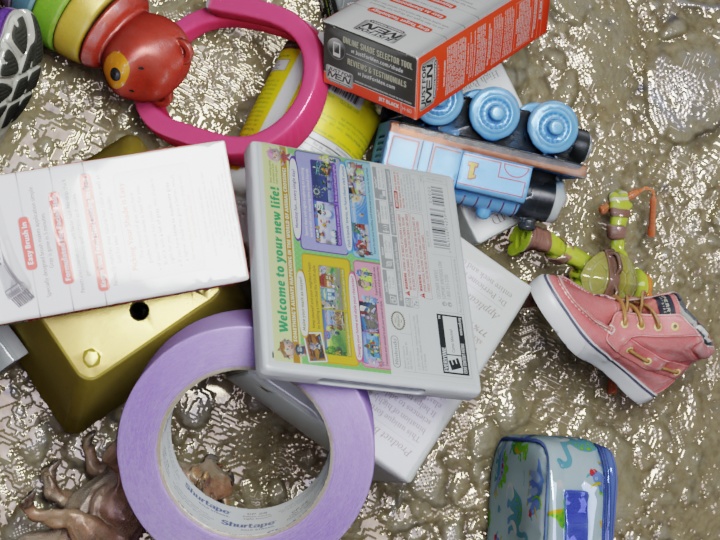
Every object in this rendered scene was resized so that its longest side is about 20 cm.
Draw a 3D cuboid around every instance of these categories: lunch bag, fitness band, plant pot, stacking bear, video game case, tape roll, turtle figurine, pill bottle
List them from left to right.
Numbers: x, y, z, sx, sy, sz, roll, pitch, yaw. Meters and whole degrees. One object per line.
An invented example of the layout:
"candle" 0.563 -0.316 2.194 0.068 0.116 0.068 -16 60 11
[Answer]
"stacking bear" -0.232 -0.223 1.272 0.200 0.122 0.114 40 35 6
"plant pot" -0.213 0.004 1.241 0.200 0.176 0.200 -34 93 -13
"fitness band" -0.112 -0.167 1.287 0.199 0.037 0.144 19 78 34
"tape roll" -0.088 0.135 1.161 0.199 0.066 0.201 0 100 1
"pill bottle" -0.056 -0.105 1.318 0.109 0.109 0.201 28 80 -8
"video game case" 0.000 0.000 1.155 0.181 0.022 0.201 8 59 -24
"lunch bag" 0.169 0.247 1.310 0.082 0.161 0.201 4 83 -11
"turtle figurine" 0.212 0.017 1.362 0.161 0.064 0.201 7 99 -26

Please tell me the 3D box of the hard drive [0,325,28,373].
"hard drive" -0.380 0.020 1.239 0.200 0.132 0.027 54 34 -3

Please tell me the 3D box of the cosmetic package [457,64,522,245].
"cosmetic package" 0.099 -0.131 1.373 0.101 0.074 0.201 -28 90 -12

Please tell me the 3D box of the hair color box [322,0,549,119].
"hair color box" 0.067 -0.207 1.253 0.101 0.061 0.200 26 43 30

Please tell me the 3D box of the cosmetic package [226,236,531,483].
"cosmetic package" 0.011 0.056 1.290 0.167 0.166 0.200 36 78 -7

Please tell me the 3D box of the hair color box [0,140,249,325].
"hair color box" -0.194 -0.028 1.126 0.199 0.064 0.111 -10 89 -14

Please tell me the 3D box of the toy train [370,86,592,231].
"toy train" 0.103 -0.104 1.297 0.199 0.087 0.115 13 93 -10

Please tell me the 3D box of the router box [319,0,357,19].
"router box" 0.049 -0.312 1.382 0.199 0.062 0.151 -13 89 -13

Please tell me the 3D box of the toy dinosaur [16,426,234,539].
"toy dinosaur" -0.210 0.212 1.276 0.200 0.086 0.136 -37 100 -7

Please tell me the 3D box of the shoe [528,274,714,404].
"shoe" 0.233 0.042 1.301 0.091 0.072 0.200 -37 132 18

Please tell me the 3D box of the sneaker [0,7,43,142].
"sneaker" -0.336 -0.140 1.243 0.083 0.081 0.200 35 114 2
